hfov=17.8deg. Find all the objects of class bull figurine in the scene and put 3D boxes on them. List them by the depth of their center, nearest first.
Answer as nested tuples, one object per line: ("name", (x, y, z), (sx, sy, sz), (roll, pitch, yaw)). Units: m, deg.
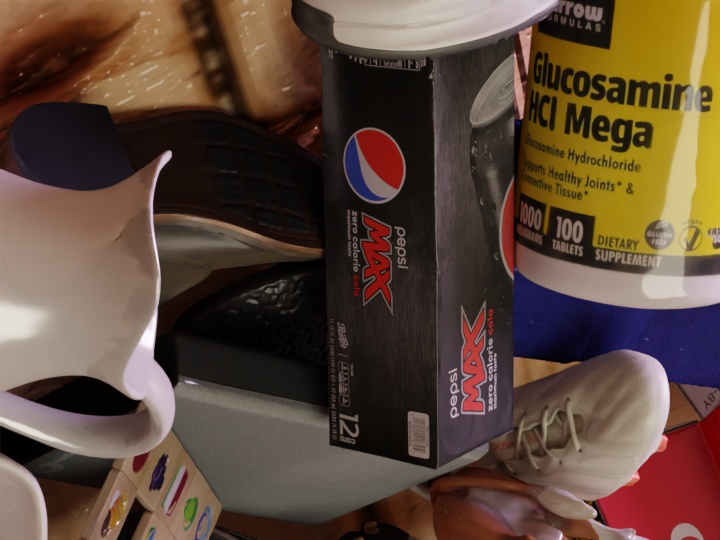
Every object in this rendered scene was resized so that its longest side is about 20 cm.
("bull figurine", (0.102, 0.176, 1.196), (0.065, 0.121, 0.200), (-60, 139, -27))

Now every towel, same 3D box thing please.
("towel", (0.152, -0.010, 1.173), (0.198, 0.050, 0.148), (10, 129, -13))

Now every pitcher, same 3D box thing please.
("pitcher", (-0.174, 0.020, 0.927), (0.198, 0.122, 0.172), (1, 138, 0))

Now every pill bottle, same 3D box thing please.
("pill bottle", (0.131, -0.092, 1.037), (0.112, 0.112, 0.202), (-4, 106, -32))

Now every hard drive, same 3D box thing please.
("hard drive", (-0.056, 0.080, 1.118), (0.199, 0.033, 0.139), (16, 150, -41))

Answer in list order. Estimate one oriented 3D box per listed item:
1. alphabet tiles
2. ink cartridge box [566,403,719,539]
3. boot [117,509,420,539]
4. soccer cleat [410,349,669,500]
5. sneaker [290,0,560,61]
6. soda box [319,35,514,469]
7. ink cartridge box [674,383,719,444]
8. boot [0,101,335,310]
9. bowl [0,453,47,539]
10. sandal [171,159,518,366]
("alphabet tiles", (-0.121, 0.175, 1.053), (0.167, 0.007, 0.201), (71, 41, -67))
("ink cartridge box", (0.180, 0.196, 1.275), (0.083, 0.201, 0.176), (-17, 163, -21))
("boot", (-0.026, 0.174, 1.224), (0.151, 0.199, 0.074), (-29, 140, -73))
("soccer cleat", (0.087, 0.090, 1.197), (0.077, 0.070, 0.200), (10, 157, -27))
("sneaker", (0.062, -0.160, 0.909), (0.199, 0.076, 0.116), (-16, 126, -10))
("soda box", (0.027, -0.019, 1.032), (0.071, 0.063, 0.202), (-21, 115, -51))
("ink cartridge box", (0.288, 0.031, 1.324), (0.199, 0.084, 0.146), (11, 123, -42))
("boot", (-0.093, -0.018, 1.034), (0.199, 0.075, 0.097), (10, 139, -38))
("bowl", (-0.245, 0.151, 0.990), (0.198, 0.075, 0.202), (9, 101, -20))
("sandal", (0.000, 0.000, 1.116), (0.199, 0.045, 0.075), (-26, 133, -1))
